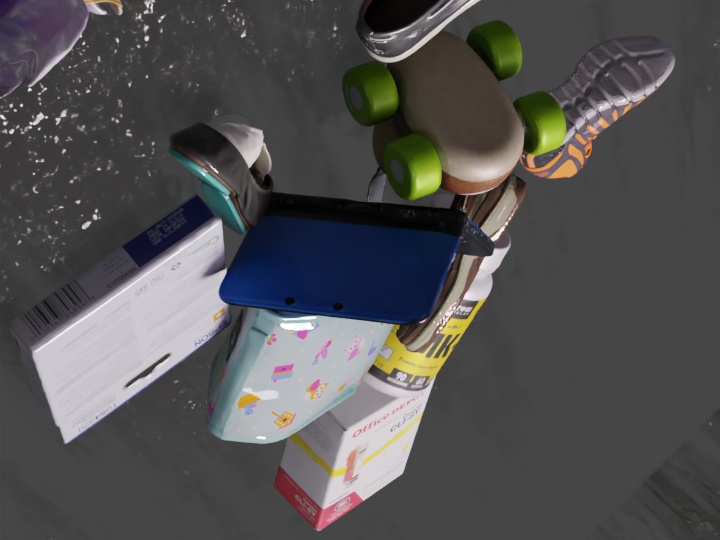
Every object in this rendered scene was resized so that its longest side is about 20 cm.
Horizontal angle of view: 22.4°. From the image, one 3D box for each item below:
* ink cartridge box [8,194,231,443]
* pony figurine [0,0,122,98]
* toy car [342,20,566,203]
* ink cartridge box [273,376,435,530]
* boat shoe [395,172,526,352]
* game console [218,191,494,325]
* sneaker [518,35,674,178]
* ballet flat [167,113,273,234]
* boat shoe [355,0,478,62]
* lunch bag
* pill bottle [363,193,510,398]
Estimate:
[{"bbox_3d":[-0.203,0.045,1.587,0.196,0.043,0.200,-36,160,-18],"label":"ink cartridge box"},{"bbox_3d":[-0.212,-0.205,1.084,0.193,0.166,0.201,-39,141,-34],"label":"pony figurine"},{"bbox_3d":[0.067,-0.111,1.681,0.164,0.158,0.200,-20,159,-23],"label":"toy car"},{"bbox_3d":[-0.008,0.182,2.074,0.145,0.083,0.201,-30,151,-33],"label":"ink cartridge box"},{"bbox_3d":[0.082,-0.019,1.804,0.203,0.075,0.075,-59,-172,4],"label":"boat shoe"},{"bbox_3d":[0.000,0.000,1.628,0.171,0.199,0.119,35,64,-66],"label":"game console"},{"bbox_3d":[0.248,-0.173,1.968,0.199,0.078,0.112,-31,158,-8],"label":"sneaker"},{"bbox_3d":[-0.111,-0.091,1.511,0.069,0.068,0.200,-53,167,-8],"label":"ballet flat"},{"bbox_3d":[0.075,-0.260,1.533,0.200,0.072,0.068,-44,160,0],"label":"boat shoe"},{"bbox_3d":[-0.064,0.065,1.756,0.200,0.122,0.171,-26,150,-50],"label":"lunch bag"},{"bbox_3d":[0.068,0.026,1.918,0.114,0.114,0.200,-9,136,-54],"label":"pill bottle"}]
